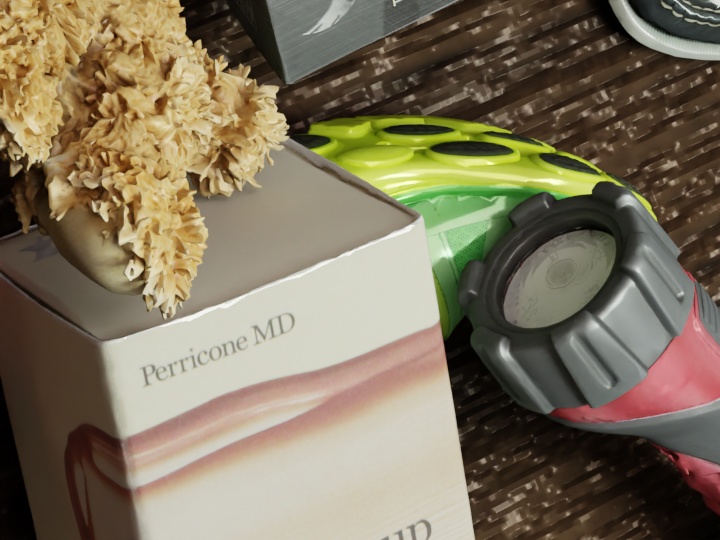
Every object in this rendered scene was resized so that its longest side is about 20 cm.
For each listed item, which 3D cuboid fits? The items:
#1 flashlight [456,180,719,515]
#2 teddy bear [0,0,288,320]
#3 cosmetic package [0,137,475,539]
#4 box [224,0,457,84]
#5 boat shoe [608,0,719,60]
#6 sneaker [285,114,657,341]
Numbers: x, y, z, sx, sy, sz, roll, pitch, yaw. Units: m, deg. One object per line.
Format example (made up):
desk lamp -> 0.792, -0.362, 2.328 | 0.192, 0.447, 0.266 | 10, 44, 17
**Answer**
flashlight -> 0.105, 0.059, 0.893 | 0.068, 0.068, 0.200 | -51, 129, -15
teddy bear -> -0.072, -0.071, 0.727 | 0.145, 0.200, 0.067 | 44, 109, -9
cosmetic package -> -0.028, 0.079, 0.797 | 0.103, 0.087, 0.201 | -22, 117, -23
box -> 0.020, -0.166, 0.824 | 0.158, 0.201, 0.048 | -27, 50, -12
boat shoe -> 0.173, -0.125, 0.985 | 0.199, 0.060, 0.076 | -24, 93, -27
sneaker -> 0.000, 0.000, 0.886 | 0.199, 0.074, 0.084 | -9, 112, -31
